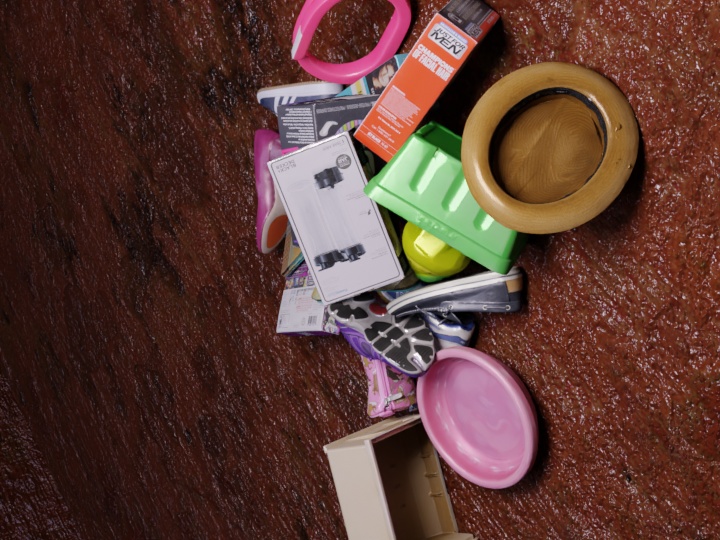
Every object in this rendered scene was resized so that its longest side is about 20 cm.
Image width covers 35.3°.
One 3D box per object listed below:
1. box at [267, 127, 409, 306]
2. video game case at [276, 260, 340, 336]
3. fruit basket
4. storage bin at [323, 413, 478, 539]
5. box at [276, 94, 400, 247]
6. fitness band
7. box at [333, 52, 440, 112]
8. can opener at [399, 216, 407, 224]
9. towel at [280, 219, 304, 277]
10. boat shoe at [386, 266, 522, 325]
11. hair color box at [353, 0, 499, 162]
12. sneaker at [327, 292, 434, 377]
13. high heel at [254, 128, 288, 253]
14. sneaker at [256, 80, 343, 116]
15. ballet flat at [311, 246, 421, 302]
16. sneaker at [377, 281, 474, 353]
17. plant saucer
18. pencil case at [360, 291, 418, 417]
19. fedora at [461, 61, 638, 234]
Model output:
[{"bbox_3d":[-0.027,-0.068,1.448,0.060,0.116,0.201,-55,-57,-75],"label":"box"},{"bbox_3d":[-0.066,0.010,1.738,0.200,0.036,0.182,-11,66,66],"label":"video game case"},{"bbox_3d":[0.103,-0.057,1.399,0.215,0.156,0.216,6,110,18],"label":"fruit basket"},{"bbox_3d":[0.063,0.315,1.607,0.094,0.198,0.201,-15,89,40],"label":"storage bin"},{"bbox_3d":[-0.029,-0.134,1.544,0.106,0.122,0.201,13,112,57],"label":"box"},{"bbox_3d":[-0.013,-0.323,1.523,0.200,0.143,0.038,125,142,-54],"label":"fitness band"},{"bbox_3d":[0.028,-0.231,1.582,0.200,0.049,0.083,-22,83,58],"label":"box"},{"bbox_3d":[0.104,-0.102,1.530,0.067,0.053,0.200,49,153,-19],"label":"can opener"},{"bbox_3d":[-0.071,-0.091,1.752,0.200,0.022,0.147,-44,33,53],"label":"towel"},{"bbox_3d":[0.122,0.042,1.474,0.200,0.075,0.062,-13,93,31],"label":"boat shoe"},{"bbox_3d":[0.081,-0.239,1.393,0.064,0.111,0.200,36,126,0],"label":"hair color box"},{"bbox_3d":[0.036,0.096,1.567,0.200,0.081,0.084,34,150,48],"label":"sneaker"},{"bbox_3d":[-0.155,-0.132,1.883,0.096,0.067,0.201,33,114,35],"label":"high heel"},{"bbox_3d":[-0.093,-0.234,1.748,0.200,0.070,0.109,5,104,53],"label":"sneaker"},{"bbox_3d":[0.000,0.000,1.557,0.200,0.071,0.071,-8,95,44],"label":"ballet flat"},{"bbox_3d":[0.090,0.033,1.579,0.200,0.075,0.088,52,133,19],"label":"sneaker"},{"bbox_3d":[0.162,0.191,1.512,0.200,0.051,0.201,25,126,39],"label":"plant saucer"},{"bbox_3d":[0.031,0.115,1.679,0.086,0.083,0.201,-6,96,58],"label":"pencil case"},{"bbox_3d":[0.210,-0.131,1.265,0.082,0.200,0.201,52,-165,-76],"label":"fedora"}]
